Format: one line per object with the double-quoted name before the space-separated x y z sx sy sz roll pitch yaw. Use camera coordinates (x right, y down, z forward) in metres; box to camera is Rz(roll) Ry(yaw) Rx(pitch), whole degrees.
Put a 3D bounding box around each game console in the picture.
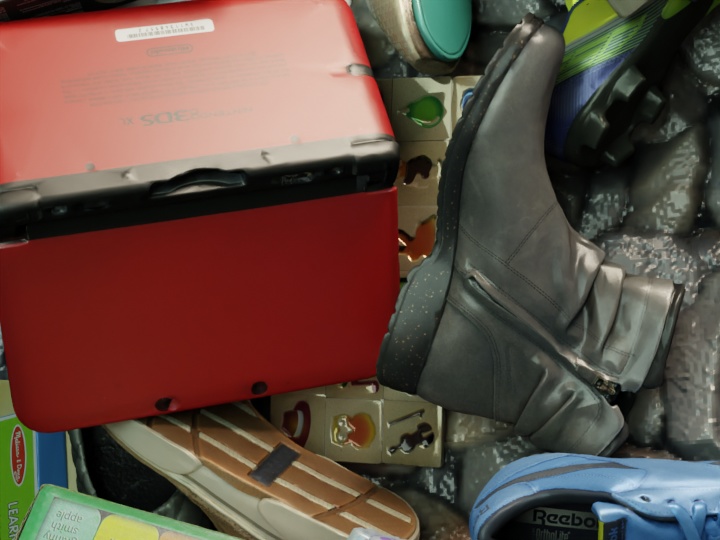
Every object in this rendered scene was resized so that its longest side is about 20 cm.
"game console" -0.088 -0.034 0.783 0.198 0.119 0.173 -9 57 -14

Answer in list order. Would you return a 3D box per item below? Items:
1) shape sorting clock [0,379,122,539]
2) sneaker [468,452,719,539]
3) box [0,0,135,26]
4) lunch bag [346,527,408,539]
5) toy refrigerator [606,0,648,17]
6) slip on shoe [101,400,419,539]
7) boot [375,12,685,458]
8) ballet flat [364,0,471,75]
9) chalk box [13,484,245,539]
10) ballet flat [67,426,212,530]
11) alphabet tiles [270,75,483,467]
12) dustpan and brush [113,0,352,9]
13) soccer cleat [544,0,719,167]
"shape sorting clock" -0.223 0.161 0.892 0.198 0.039 0.202 -8 68 21
"sneaker" 0.146 0.115 0.682 0.198 0.078 0.067 -2 95 16
"box" -0.176 -0.204 0.792 0.198 0.044 0.161 -18 77 -4
"lunch bag" 0.050 0.237 0.681 0.169 0.127 0.201 18 88 33
"toy refrigerator" 0.114 -0.214 0.790 0.076 0.070 0.201 -37 38 12
"slip on shoe" -0.062 0.110 0.802 0.199 0.076 0.061 27 120 17
"boot" 0.098 -0.011 0.751 0.131 0.070 0.201 20 104 12
"ballet flat" 0.026 -0.174 0.851 0.062 0.067 0.201 -21 45 31
"chalk box" -0.101 0.183 0.702 0.123 0.200 0.124 15 62 12
"ballet flat" -0.133 0.087 0.854 0.066 0.057 0.201 -20 63 -11
"alphabet tiles" 0.000 0.000 0.820 0.166 0.008 0.202 1 88 23
"dustpan and brush" -0.110 -0.114 0.813 0.139 0.057 0.201 36 86 -2
"soccer cleat" 0.145 -0.146 0.791 0.084 0.065 0.201 37 93 33
